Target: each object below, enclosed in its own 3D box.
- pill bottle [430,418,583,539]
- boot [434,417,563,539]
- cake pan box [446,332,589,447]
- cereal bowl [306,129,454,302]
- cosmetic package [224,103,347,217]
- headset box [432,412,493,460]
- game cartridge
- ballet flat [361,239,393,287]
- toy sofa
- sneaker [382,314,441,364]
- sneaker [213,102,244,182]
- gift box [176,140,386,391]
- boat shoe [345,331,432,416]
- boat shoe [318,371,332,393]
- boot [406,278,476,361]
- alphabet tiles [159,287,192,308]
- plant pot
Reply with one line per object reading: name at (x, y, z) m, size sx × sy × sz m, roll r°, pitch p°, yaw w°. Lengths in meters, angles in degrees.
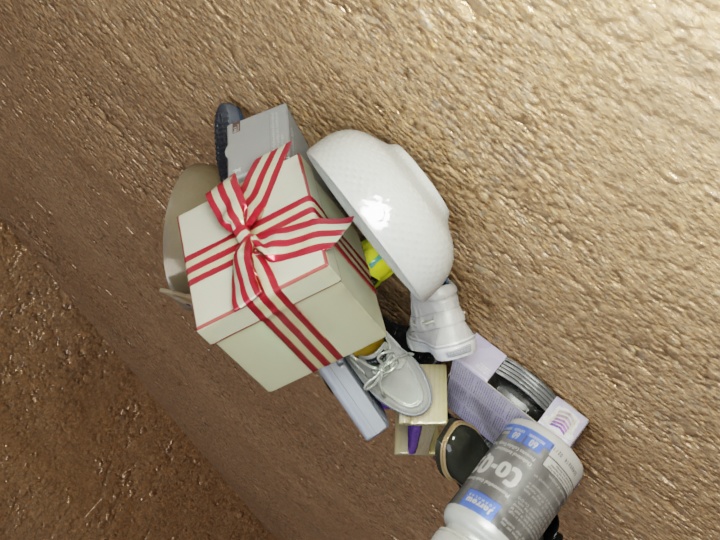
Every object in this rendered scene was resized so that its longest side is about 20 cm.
pill bottle at (0.172, 0.289, 1.519) m, size 0.113 × 0.200 × 0.114 m, roll 34°, pitch 158°, yaw 16°
boot at (0.185, 0.274, 1.622) m, size 0.137 × 0.078 × 0.200 m, roll 23°, pitch 159°, yaw 40°
cake pan box at (0.195, 0.182, 1.625) m, size 0.183 × 0.052 × 0.201 m, roll 36°, pitch 160°, yaw 15°
cereal bowl at (0.034, -0.070, 1.318) m, size 0.201 × 0.083 × 0.200 m, roll 53°, pitch 178°, yaw 3°
cosmetic package at (-0.083, -0.085, 1.498) m, size 0.201 × 0.089 × 0.108 m, roll 63°, pitch -166°, yaw -45°
headset box at (0.193, 0.277, 1.794) m, size 0.199 × 0.077 × 0.149 m, roll 40°, pitch 161°, yaw 11°
game cartridge at (-0.013, 0.148, 1.625) m, size 0.134 × 0.040 × 0.200 m, roll 52°, pitch -178°, yaw -9°
ballet flat at (0.000, 0.000, 1.602) m, size 0.067 × 0.067 × 0.200 m, roll 45°, pitch 162°, yaw -2°
toy sofa at (0.065, 0.192, 1.708) m, size 0.096 × 0.084 × 0.200 m, roll 1°, pitch 160°, yaw 0°
sneaker at (0.029, 0.103, 1.765) m, size 0.199 × 0.076 × 0.088 m, roll 33°, pitch 165°, yaw 28°
sneaker at (-0.133, -0.119, 1.603) m, size 0.070 × 0.081 × 0.203 m, roll 18°, pitch 121°, yaw 63°
gift box at (-0.081, -0.011, 1.378) m, size 0.187 × 0.198 × 0.186 m, roll 48°, pitch -165°, yaw -50°
boat shoe at (0.021, 0.106, 1.555) m, size 0.203 × 0.074 × 0.086 m, roll 53°, pitch -179°, yaw -9°
boat shoe at (-0.031, 0.152, 1.950) m, size 0.066 × 0.074 × 0.200 m, roll 39°, pitch 175°, yaw 29°
boot at (0.092, 0.049, 1.543) m, size 0.200 × 0.073 × 0.097 m, roll -168°, pitch 63°, yaw -78°
alphabet tiles at (-0.146, 0.069, 1.617) m, size 0.166 × 0.008 × 0.199 m, roll 31°, pitch 167°, yaw -37°
plant pot at (-0.164, -0.042, 1.707) m, size 0.132 × 0.202 × 0.201 m, roll 3°, pitch 147°, yaw 17°
